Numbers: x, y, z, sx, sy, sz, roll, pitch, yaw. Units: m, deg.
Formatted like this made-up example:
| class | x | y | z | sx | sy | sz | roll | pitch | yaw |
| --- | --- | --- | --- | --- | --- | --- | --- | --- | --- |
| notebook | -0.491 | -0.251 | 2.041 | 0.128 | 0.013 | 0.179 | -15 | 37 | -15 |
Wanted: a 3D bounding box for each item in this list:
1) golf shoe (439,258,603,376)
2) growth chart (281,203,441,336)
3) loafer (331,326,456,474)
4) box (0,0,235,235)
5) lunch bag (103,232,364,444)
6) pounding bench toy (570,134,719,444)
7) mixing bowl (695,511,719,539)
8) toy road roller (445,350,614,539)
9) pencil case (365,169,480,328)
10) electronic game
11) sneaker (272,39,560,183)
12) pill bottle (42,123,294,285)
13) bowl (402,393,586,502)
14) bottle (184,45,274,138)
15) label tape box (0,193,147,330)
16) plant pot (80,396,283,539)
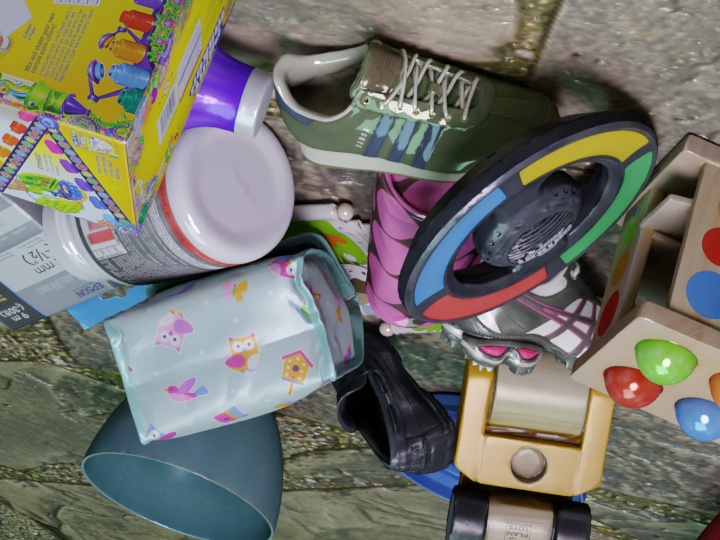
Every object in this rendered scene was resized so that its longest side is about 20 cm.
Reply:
| class | x | y | z | sx | sy | sz | roll | pitch | yaw |
| --- | --- | --- | --- | --- | --- | --- | --- | --- | --- |
| golf shoe | 0.151 | 0.028 | 1.379 | 0.199 | 0.089 | 0.077 | 1 | -156 | -45 |
| growth chart | 0.000 | 0.000 | 1.528 | 0.144 | 0.018 | 0.200 | -9 | 141 | 47 |
| loafer | 0.008 | 0.105 | 1.576 | 0.070 | 0.069 | 0.201 | -7 | -149 | -27 |
| box | -0.192 | -0.160 | 1.140 | 0.191 | 0.201 | 0.122 | 18 | 155 | 5 |
| lunch bag | -0.091 | 0.049 | 1.462 | 0.169 | 0.123 | 0.200 | -18 | -178 | 10 |
| pounding bench toy | 0.240 | 0.010 | 1.209 | 0.123 | 0.157 | 0.200 | 23 | 154 | -6 |
| mixing bowl | 0.380 | 0.265 | 1.665 | 0.198 | 0.109 | 0.201 | 16 | 154 | 8 |
| toy road roller | 0.137 | 0.149 | 1.588 | 0.122 | 0.202 | 0.146 | 8 | -165 | -2 |
| pencil case | 0.054 | -0.028 | 1.361 | 0.093 | 0.091 | 0.200 | -13 | 158 | -10 |
| electronic game | 0.110 | -0.033 | 1.220 | 0.042 | 0.199 | 0.200 | 55 | 165 | 23 |
| sneaker | 0.028 | -0.110 | 1.230 | 0.199 | 0.068 | 0.090 | 3 | 148 | 30 |
| pill bottle | -0.152 | -0.050 | 1.424 | 0.116 | 0.117 | 0.199 | 37 | 150 | -31 |
| bowl | 0.120 | 0.177 | 1.760 | 0.199 | 0.040 | 0.201 | 17 | 154 | 8 |
| bottle | -0.159 | -0.144 | 1.281 | 0.198 | 0.084 | 0.065 | 20 | 154 | 3 |
| label tape box | -0.272 | -0.008 | 1.609 | 0.143 | 0.066 | 0.200 | -20 | 127 | 39 |
| plant pot | -0.158 | 0.166 | 1.830 | 0.198 | 0.136 | 0.201 | 16 | 154 | 8 |
